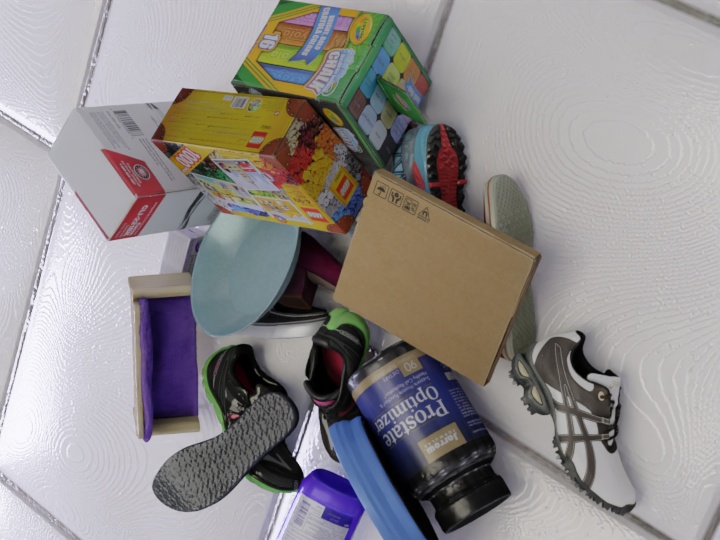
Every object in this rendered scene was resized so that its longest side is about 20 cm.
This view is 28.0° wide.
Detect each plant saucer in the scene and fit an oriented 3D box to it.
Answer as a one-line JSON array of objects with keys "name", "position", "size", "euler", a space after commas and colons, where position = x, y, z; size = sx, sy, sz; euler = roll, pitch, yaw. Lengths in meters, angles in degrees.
[{"name": "plant saucer", "position": [-0.125, -0.011, 1.702], "size": [0.201, 0.039, 0.201], "euler": [-27, 50, 38]}]

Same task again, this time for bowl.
[{"name": "bowl", "position": [0.032, 0.249, 1.592], "size": [0.039, 0.201, 0.201], "euler": [-31, 75, 2]}]

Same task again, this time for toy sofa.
[{"name": "toy sofa", "position": [-0.242, 0.109, 1.796], "size": [0.098, 0.083, 0.201], "euler": [-126, 34, -66]}]

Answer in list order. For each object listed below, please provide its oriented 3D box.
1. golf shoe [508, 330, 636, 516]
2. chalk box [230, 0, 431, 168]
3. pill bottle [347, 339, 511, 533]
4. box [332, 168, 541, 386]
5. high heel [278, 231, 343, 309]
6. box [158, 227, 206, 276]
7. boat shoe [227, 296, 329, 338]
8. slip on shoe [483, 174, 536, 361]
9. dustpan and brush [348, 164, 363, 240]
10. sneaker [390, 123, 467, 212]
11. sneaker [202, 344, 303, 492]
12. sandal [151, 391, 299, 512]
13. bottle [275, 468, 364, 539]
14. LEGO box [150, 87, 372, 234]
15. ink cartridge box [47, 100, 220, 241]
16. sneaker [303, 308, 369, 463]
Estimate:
[{"name": "golf shoe", "position": [0.239, 0.155, 1.487], "size": [0.094, 0.078, 0.200], "euler": [-35, 85, 21]}, {"name": "chalk box", "position": [-0.013, -0.202, 1.572], "size": [0.200, 0.125, 0.124], "euler": [15, 67, 33]}, {"name": "pill bottle", "position": [0.079, 0.181, 1.588], "size": [0.112, 0.112, 0.200], "euler": [-42, 71, 33]}, {"name": "box", "position": [0.076, 0.008, 1.528], "size": [0.200, 0.021, 0.164], "euler": [29, 119, 19]}, {"name": "high heel", "position": [0.000, 0.000, 1.665], "size": [0.199, 0.067, 0.096], "euler": [7, 64, 20]}, {"name": "box", "position": [-0.241, 0.040, 1.855], "size": [0.041, 0.039, 0.200], "euler": [26, 111, 30]}, {"name": "boat shoe", "position": [-0.113, 0.043, 1.747], "size": [0.200, 0.070, 0.066], "euler": [4, 100, 44]}, {"name": "slip on shoe", "position": [0.146, -0.002, 1.542], "size": [0.061, 0.074, 0.201], "euler": [4, 103, 39]}, {"name": "dustpan and brush", "position": [-0.029, -0.085, 1.665], "size": [0.200, 0.057, 0.140], "euler": [48, 121, 22]}, {"name": "sneaker", "position": [0.066, -0.061, 1.601], "size": [0.095, 0.079, 0.201], "euler": [7, 93, 48]}, {"name": "sneaker", "position": [-0.125, 0.179, 1.754], "size": [0.084, 0.077, 0.200], "euler": [-39, 74, 36]}, {"name": "sandal", "position": [-0.154, 0.219, 1.710], "size": [0.200, 0.043, 0.076], "euler": [-34, 84, 6]}, {"name": "bottle", "position": [-0.063, 0.339, 1.722], "size": [0.083, 0.065, 0.200], "euler": [25, 101, 9]}, {"name": "LEGO box", "position": [-0.109, -0.122, 1.598], "size": [0.200, 0.149, 0.077], "euler": [11, 64, 41]}, {"name": "ink cartridge box", "position": [-0.250, -0.124, 1.741], "size": [0.144, 0.200, 0.084], "euler": [52, 126, 20]}, {"name": "sneaker", "position": [-0.034, 0.140, 1.671], "size": [0.077, 0.084, 0.200], "euler": [16, 123, 33]}]
